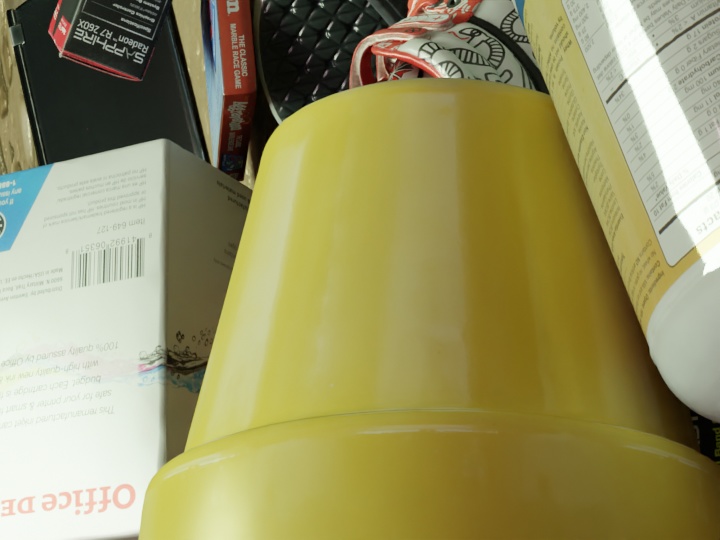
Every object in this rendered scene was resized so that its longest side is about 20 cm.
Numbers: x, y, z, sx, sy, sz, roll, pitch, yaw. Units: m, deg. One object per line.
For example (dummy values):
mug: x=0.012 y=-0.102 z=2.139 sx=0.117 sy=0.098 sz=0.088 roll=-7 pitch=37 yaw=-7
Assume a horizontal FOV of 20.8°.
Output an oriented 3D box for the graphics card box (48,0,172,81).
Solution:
graphics card box: x=-0.109 y=-0.207 z=1.048 sx=0.125 sy=0.050 sz=0.202 roll=-134 pitch=64 yaw=-74

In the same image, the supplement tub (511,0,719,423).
supplement tub: x=0.138 y=-0.042 z=0.589 sx=0.145 sy=0.143 sz=0.202 roll=-54 pitch=49 yaw=53

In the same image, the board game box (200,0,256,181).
board game box: x=-0.071 y=-0.118 z=1.047 sx=0.200 sy=0.019 sz=0.104 roll=119 pitch=144 yaw=-79

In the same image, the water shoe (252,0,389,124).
water shoe: x=-0.018 y=-0.165 z=0.981 sx=0.079 sy=0.071 sz=0.202 roll=-75 pitch=-18 yaw=-75

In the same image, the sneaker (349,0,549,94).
sneaker: x=0.038 y=-0.104 z=0.815 sx=0.202 sy=0.107 sz=0.068 roll=61 pitch=145 yaw=38

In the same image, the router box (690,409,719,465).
router box: x=0.092 y=0.095 z=0.794 sx=0.200 sy=0.062 sz=0.152 roll=-6 pitch=88 yaw=63

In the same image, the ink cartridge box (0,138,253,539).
ink cartridge box: x=-0.124 y=0.059 z=1.030 sx=0.146 sy=0.144 sz=0.202 roll=-9 pitch=70 yaw=26

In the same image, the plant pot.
plant pot: x=0.027 y=0.049 z=0.661 sx=0.201 sy=0.199 sz=0.191 roll=138 pitch=138 yaw=-58

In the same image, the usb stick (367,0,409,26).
usb stick: x=-0.021 y=-0.171 z=0.859 sx=0.032 sy=0.200 sz=0.056 roll=-35 pitch=52 yaw=11

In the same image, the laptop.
laptop: x=-0.160 y=-0.096 z=1.318 sx=0.200 sy=0.115 sz=0.189 roll=75 pitch=-179 yaw=-72
